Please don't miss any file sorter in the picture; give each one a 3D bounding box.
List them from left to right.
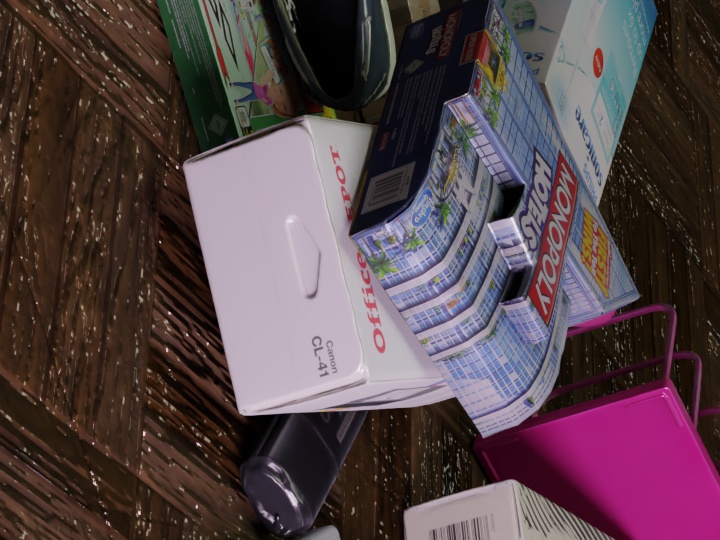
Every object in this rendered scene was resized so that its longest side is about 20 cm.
[{"bbox_3d":[0.188,0.141,1.644,0.200,0.139,0.125,61,25,-24],"label":"file sorter"}]

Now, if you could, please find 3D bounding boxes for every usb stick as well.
[{"bbox_3d":[-0.022,0.078,1.374,0.055,0.033,0.200,57,29,-17],"label":"usb stick"}]

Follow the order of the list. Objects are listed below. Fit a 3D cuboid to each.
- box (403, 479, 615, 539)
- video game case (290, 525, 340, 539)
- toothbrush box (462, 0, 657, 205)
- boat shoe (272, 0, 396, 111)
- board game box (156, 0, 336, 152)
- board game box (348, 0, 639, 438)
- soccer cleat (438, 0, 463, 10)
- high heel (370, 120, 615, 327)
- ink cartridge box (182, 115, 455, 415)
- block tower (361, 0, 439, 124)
[{"bbox_3d":[0.108,0.194,1.513,0.200,0.082,0.068,35,44,-55],"label":"box"},{"bbox_3d":[-0.030,0.248,1.262,0.182,0.024,0.200,-18,92,-65],"label":"video game case"},{"bbox_3d":[0.133,-0.157,1.696,0.146,0.085,0.200,65,38,-47],"label":"toothbrush box"},{"bbox_3d":[-0.029,-0.190,1.412,0.062,0.075,0.200,-36,117,-75],"label":"boat shoe"},{"bbox_3d":[-0.068,-0.135,1.413,0.135,0.029,0.200,-17,90,-64],"label":"board game box"},{"bbox_3d":[0.082,-0.015,1.342,0.200,0.062,0.200,55,30,-29],"label":"board game box"},{"bbox_3d":[0.083,-0.240,1.752,0.200,0.069,0.078,-53,127,-52],"label":"soccer cleat"},{"bbox_3d":[0.079,-0.024,1.488,0.067,0.200,0.096,-63,-173,-8],"label":"high heel"},{"bbox_3d":[0.000,0.000,1.336,0.200,0.086,0.148,3,71,-61],"label":"ink cartridge box"},{"bbox_3d":[0.040,-0.086,1.576,0.058,0.054,0.200,-5,80,-64],"label":"block tower"}]
